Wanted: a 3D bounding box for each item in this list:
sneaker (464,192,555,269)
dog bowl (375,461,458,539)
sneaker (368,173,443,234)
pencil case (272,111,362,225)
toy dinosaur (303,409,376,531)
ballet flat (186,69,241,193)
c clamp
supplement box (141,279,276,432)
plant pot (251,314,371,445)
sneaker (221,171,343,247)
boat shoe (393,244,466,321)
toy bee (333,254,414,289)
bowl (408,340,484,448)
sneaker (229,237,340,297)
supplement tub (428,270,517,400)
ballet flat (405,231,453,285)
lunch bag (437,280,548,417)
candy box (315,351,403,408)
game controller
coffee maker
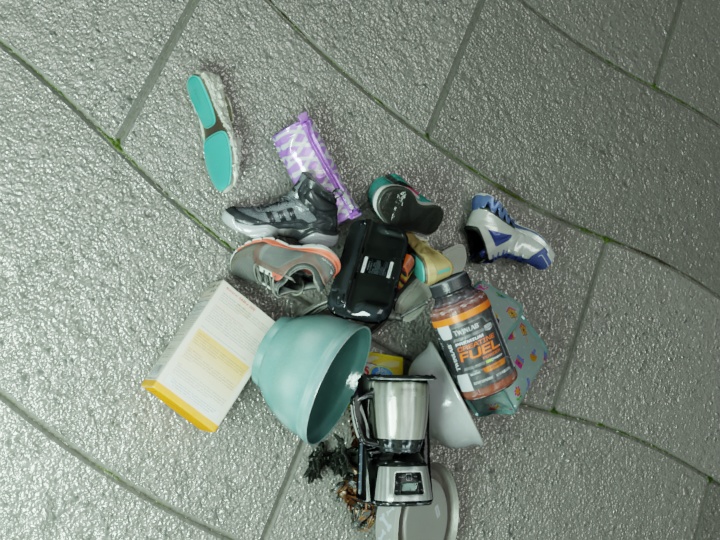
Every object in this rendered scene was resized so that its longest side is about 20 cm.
[{"bbox_3d":[0.272,-0.047,1.641,0.198,0.080,0.116,37,72,-14],"label":"sneaker"},{"bbox_3d":[0.097,0.430,1.455,0.199,0.058,0.204,1,88,-54],"label":"dog bowl"},{"bbox_3d":[0.054,-0.127,1.487,0.199,0.120,0.085,17,101,-56],"label":"sneaker"},{"bbox_3d":[-0.074,-0.165,1.445,0.084,0.085,0.202,-37,102,-30],"label":"pencil case"},{"bbox_3d":[-0.017,0.334,1.432,0.135,0.102,0.202,23,35,-40],"label":"toy dinosaur"},{"bbox_3d":[-0.226,-0.231,1.379,0.071,0.071,0.204,-15,92,-30],"label":"ballet flat"},{"bbox_3d":[-0.011,0.073,1.411,0.198,0.171,0.027,11,52,-38],"label":"c clamp"},{"bbox_3d":[-0.233,0.134,1.327,0.126,0.073,0.202,41,67,-19],"label":"supplement box"},{"bbox_3d":[-0.087,0.153,1.324,0.133,0.201,0.202,24,68,17],"label":"plant pot"},{"bbox_3d":[-0.124,-0.109,1.384,0.196,0.076,0.116,9,106,-14],"label":"sneaker"},{"bbox_3d":[0.119,0.018,1.550,0.200,0.060,0.074,-45,125,-24],"label":"boat shoe"},{"bbox_3d":[0.000,0.000,1.455,0.130,0.199,0.110,-32,136,-33],"label":"toy bee"},{"bbox_3d":[0.135,0.234,1.483,0.089,0.201,0.203,-27,99,2],"label":"bowl"},{"bbox_3d":[-0.132,0.001,1.331,0.082,0.197,0.078,-64,141,-42],"label":"sneaker"},{"bbox_3d":[0.182,0.107,1.412,0.106,0.107,0.203,-24,93,-29],"label":"supplement tub"},{"bbox_3d":[0.105,-0.025,1.471,0.062,0.200,0.070,-13,115,-14],"label":"ballet flat"},{"bbox_3d":[0.238,0.140,1.561,0.201,0.121,0.171,55,51,-16],"label":"lunch bag"},{"bbox_3d":[-0.016,0.187,1.458,0.197,0.026,0.104,12,66,-25],"label":"candy box"},{"bbox_3d":[0.015,-0.001,1.358,0.103,0.042,0.202,17,52,0],"label":"game controller"},{"bbox_3d":[0.058,0.269,1.349,0.132,0.192,0.204,0,82,8],"label":"coffee maker"}]
